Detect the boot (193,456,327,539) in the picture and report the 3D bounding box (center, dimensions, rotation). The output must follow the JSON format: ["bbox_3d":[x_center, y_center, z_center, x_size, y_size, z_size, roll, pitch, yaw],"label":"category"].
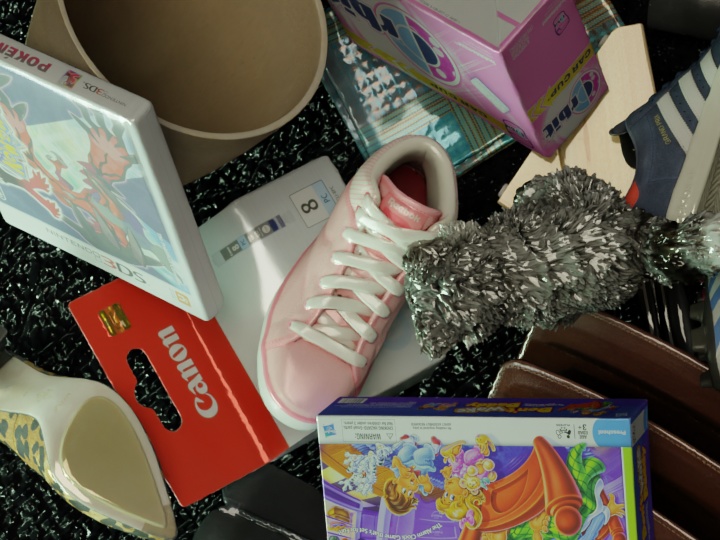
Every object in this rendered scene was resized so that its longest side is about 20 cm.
[{"bbox_3d":[-0.027,0.228,1.716,0.199,0.066,0.165,28,57,10],"label":"boot"}]

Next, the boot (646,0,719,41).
[{"bbox_3d":[0.278,-0.142,1.718,0.199,0.066,0.166,20,83,11],"label":"boot"}]

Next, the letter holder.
[{"bbox_3d":[0.166,0.125,1.663,0.199,0.101,0.143,30,125,12],"label":"letter holder"}]

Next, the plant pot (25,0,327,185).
[{"bbox_3d":[-0.147,-0.125,1.734,0.186,0.200,0.189,13,60,-23],"label":"plant pot"}]

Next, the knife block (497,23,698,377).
[{"bbox_3d":[0.185,-0.034,1.723,0.175,0.064,0.201,34,93,5],"label":"knife block"}]

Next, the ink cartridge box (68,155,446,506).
[{"bbox_3d":[-0.067,0.038,1.743,0.199,0.047,0.161,-27,79,-19],"label":"ink cartridge box"}]

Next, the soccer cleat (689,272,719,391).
[{"bbox_3d":[0.250,0.000,1.673,0.086,0.070,0.201,-7,44,10],"label":"soccer cleat"}]

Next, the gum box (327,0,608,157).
[{"bbox_3d":[0.053,-0.167,1.687,0.200,0.114,0.066,34,74,35],"label":"gum box"}]

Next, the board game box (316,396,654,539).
[{"bbox_3d":[0.078,0.148,1.621,0.198,0.045,0.136,-1,102,20],"label":"board game box"}]

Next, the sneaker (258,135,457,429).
[{"bbox_3d":[0.000,0.000,1.682,0.075,0.105,0.201,29,68,-5],"label":"sneaker"}]

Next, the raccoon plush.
[{"bbox_3d":[0.115,-0.010,1.582,0.199,0.134,0.097,-22,90,46],"label":"raccoon plush"}]

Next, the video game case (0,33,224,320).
[{"bbox_3d":[-0.181,-0.065,1.669,0.181,0.201,0.023,25,61,29],"label":"video game case"}]

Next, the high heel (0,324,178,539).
[{"bbox_3d":[-0.192,0.118,1.760,0.200,0.143,0.071,44,72,10],"label":"high heel"}]

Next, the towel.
[{"bbox_3d":[0.071,-0.150,1.785,0.199,0.022,0.147,-31,80,7],"label":"towel"}]

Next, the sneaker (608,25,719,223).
[{"bbox_3d":[0.205,-0.100,1.661,0.084,0.075,0.201,12,68,33],"label":"sneaker"}]
